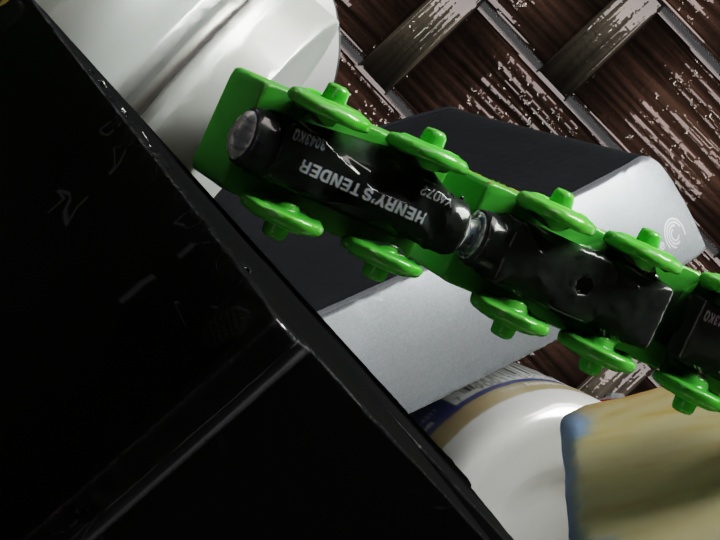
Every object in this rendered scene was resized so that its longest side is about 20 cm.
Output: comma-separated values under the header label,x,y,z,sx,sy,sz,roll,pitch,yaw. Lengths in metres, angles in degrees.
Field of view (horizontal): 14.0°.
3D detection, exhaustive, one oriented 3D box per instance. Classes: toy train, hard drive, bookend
label,x,y,z,sx,sy,sz,roll,pitch,yaw
toy train,0.046,-0.003,0.768,0.200,0.042,0.056,23,4,-28
hard drive,0.000,0.000,0.958,0.135,0.200,0.042,18,-56,46
bookend,-0.027,0.061,0.681,0.200,0.092,0.199,48,0,-32

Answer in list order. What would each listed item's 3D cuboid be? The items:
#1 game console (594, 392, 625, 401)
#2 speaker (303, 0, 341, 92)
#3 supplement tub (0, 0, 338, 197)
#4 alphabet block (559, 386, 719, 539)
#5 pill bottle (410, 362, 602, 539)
label,x,y,z,sx,sy,sz,roll,pitch,yaw
game console,0.076,0.097,1.156,0.172,0.119,0.200,46,-32,43
speaker,-0.100,-0.072,0.980,0.081,0.081,0.200,46,34,24
supplement tub,-0.120,-0.086,0.813,0.200,0.144,0.144,40,-1,2
alphabet block,0.178,0.133,0.804,0.195,0.200,0.196,-88,160,-66
pill bottle,0.003,0.070,1.011,0.200,0.111,0.111,23,-19,51
